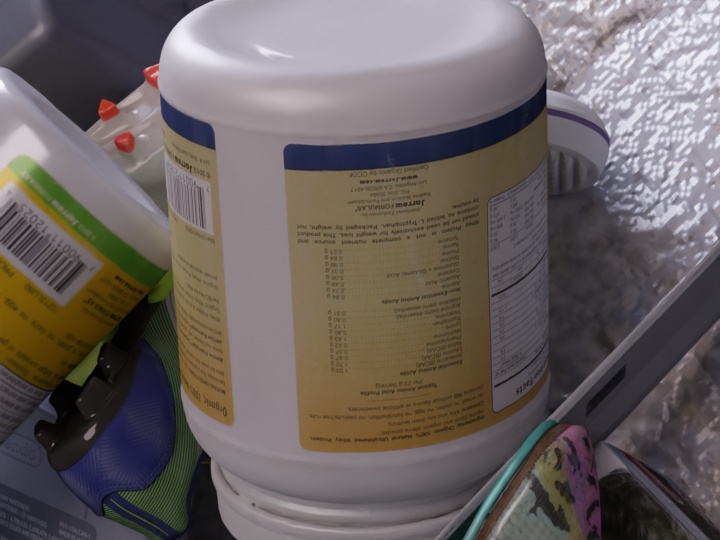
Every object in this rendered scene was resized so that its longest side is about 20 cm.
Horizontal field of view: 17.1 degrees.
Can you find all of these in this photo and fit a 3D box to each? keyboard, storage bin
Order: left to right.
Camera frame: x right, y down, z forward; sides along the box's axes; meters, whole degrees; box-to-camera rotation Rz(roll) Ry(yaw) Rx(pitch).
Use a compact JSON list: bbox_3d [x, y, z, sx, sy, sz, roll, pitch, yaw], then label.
[{"bbox_3d":[-0.141,-0.128,1.150,0.145,0.134,0.200,-35,54,22],"label":"storage bin"},{"bbox_3d":[0.091,0.047,0.898,0.011,0.056,0.200,38,72,25],"label":"keyboard"}]

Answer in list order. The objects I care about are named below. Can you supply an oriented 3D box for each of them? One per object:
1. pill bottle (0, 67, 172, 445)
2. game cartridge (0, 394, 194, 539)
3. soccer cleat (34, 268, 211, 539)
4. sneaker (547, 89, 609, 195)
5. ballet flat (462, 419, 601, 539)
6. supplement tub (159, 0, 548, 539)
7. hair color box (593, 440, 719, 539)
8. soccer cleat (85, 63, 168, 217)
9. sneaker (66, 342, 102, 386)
[{"bbox_3d":[-0.178,0.024,0.984,0.200,0.111,0.111,-46,49,2],"label":"pill bottle"},{"bbox_3d":[-0.154,0.119,1.089,0.200,0.040,0.134,18,107,41],"label":"game cartridge"},{"bbox_3d":[-0.074,0.043,1.042,0.065,0.084,0.200,-37,15,34],"label":"soccer cleat"},{"bbox_3d":[0.036,-0.101,1.043,0.200,0.073,0.114,15,78,41],"label":"sneaker"},{"bbox_3d":[0.043,0.151,0.856,0.071,0.069,0.200,38,100,24],"label":"ballet flat"},{"bbox_3d":[0.000,0.000,0.923,0.144,0.144,0.200,20,122,42],"label":"supplement tub"},{"bbox_3d":[0.069,0.175,0.901,0.200,0.061,0.099,-51,49,8],"label":"hair color box"},{"bbox_3d":[-0.140,-0.019,1.081,0.200,0.078,0.069,-28,48,2],"label":"soccer cleat"},{"bbox_3d":[-0.156,0.025,1.133,0.200,0.076,0.075,28,87,41],"label":"sneaker"}]
